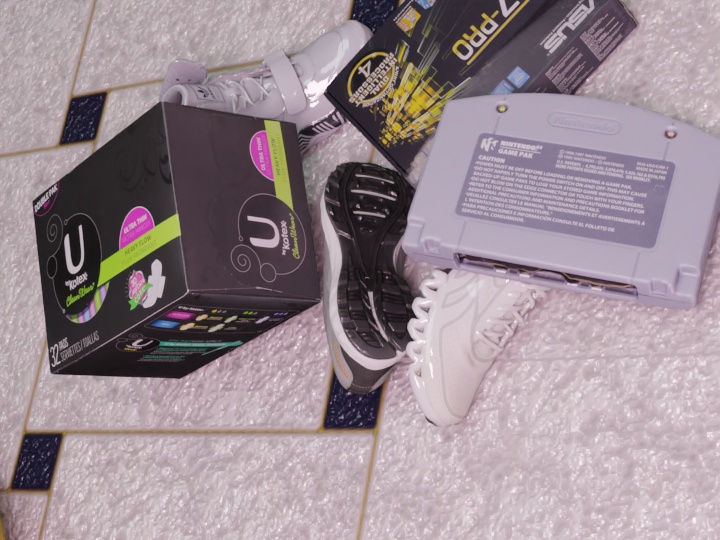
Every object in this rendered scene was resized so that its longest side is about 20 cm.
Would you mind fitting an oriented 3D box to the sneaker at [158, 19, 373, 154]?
[{"bbox_3d":[-0.083,-0.138,1.271,0.200,0.115,0.075,-42,50,14],"label":"sneaker"}]

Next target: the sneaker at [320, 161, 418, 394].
[{"bbox_3d":[0.000,0.000,1.168,0.080,0.073,0.201,112,165,-49],"label":"sneaker"}]

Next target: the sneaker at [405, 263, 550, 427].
[{"bbox_3d":[0.090,0.013,1.095,0.081,0.075,0.201,11,77,31],"label":"sneaker"}]

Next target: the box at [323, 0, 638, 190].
[{"bbox_3d":[0.085,-0.158,1.192,0.200,0.049,0.161,-46,49,6],"label":"box"}]

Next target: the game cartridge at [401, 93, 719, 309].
[{"bbox_3d":[0.139,-0.053,1.059,0.199,0.041,0.134,11,69,19],"label":"game cartridge"}]

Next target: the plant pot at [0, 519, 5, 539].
[{"bbox_3d":[-0.398,0.204,1.308,0.201,0.200,0.189,-46,34,10],"label":"plant pot"}]

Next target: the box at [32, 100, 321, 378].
[{"bbox_3d":[-0.142,-0.016,1.201,0.200,0.124,0.150,-29,64,46],"label":"box"}]
